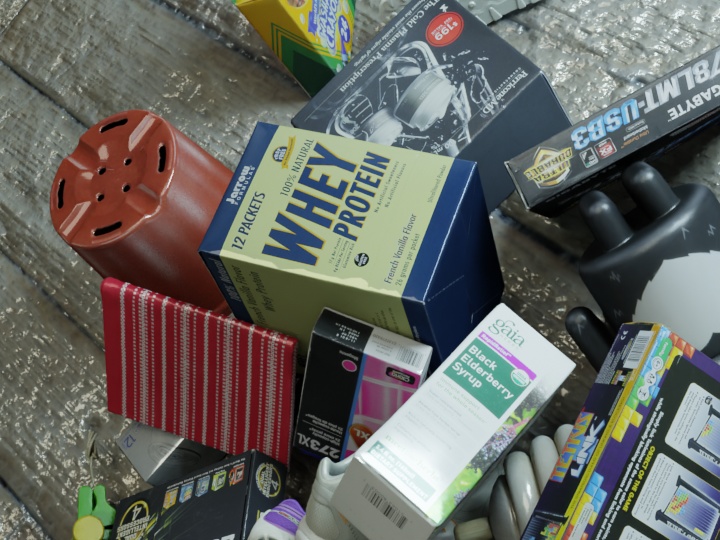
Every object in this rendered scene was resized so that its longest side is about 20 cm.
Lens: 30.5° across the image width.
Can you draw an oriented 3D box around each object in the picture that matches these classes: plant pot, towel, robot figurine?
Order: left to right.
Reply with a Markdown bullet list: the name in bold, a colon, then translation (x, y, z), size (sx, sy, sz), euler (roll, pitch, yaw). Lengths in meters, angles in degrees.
- **plant pot**: translation (-0.193, -0.046, 1.311), size (0.198, 0.195, 0.203), euler (-14, 57, 23)
- **towel**: translation (-0.146, 0.092, 1.180), size (0.198, 0.146, 0.023), euler (16, 33, 19)
- **robot figurine**: translation (0.249, 0.014, 1.028), size (0.150, 0.201, 0.125), euler (-27, 10, 47)

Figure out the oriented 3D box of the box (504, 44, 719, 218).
- **box**: translation (0.226, -0.112, 1.109), size (0.198, 0.198, 0.050), euler (-29, 85, 12)

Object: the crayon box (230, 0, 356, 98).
- **crayon box**: translation (-0.071, -0.289, 1.371), size (0.051, 0.200, 0.127), euler (-9, 60, 25)

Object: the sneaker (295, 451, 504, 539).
- **sneaker**: translation (0.044, 0.173, 1.063), size (0.076, 0.198, 0.093), euler (39, 129, 43)

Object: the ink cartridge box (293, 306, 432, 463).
- **ink cartridge box**: translation (-0.003, 0.119, 1.100), size (0.094, 0.201, 0.037), euler (20, 50, 8)

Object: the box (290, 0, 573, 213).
- **box**: translation (0.068, -0.141, 1.272), size (0.200, 0.104, 0.182), euler (-44, 53, 1)

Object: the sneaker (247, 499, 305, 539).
- **sneaker**: translation (0.005, 0.247, 1.082), size (0.198, 0.081, 0.084), euler (31, 38, 6)

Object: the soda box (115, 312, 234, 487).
- **soda box**: translation (-0.137, 0.121, 1.269), size (0.200, 0.068, 0.063), euler (-47, 52, -2)

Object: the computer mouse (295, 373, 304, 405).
- **computer mouse**: translation (-0.038, 0.065, 1.229), size (0.200, 0.034, 0.058), euler (-45, 42, -21)

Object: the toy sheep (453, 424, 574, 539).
- **toy sheep**: translation (0.169, 0.185, 1.020), size (0.197, 0.139, 0.139), euler (-14, 56, 1)

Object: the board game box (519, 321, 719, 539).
- **board game box**: translation (0.218, 0.164, 0.939), size (0.202, 0.164, 0.057), euler (-61, 19, -12)

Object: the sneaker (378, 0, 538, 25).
- **sneaker**: translation (0.113, -0.298, 1.363), size (0.197, 0.077, 0.081), euler (-14, 46, 17)

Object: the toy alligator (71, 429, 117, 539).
- **toy alligator**: translation (-0.250, 0.252, 1.273), size (0.053, 0.059, 0.203), euler (9, 63, -11)

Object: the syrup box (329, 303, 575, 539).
- **syrup box**: translation (0.072, 0.122, 1.000), size (0.079, 0.082, 0.200), euler (39, 53, 12)

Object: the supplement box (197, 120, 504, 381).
- **supplement box**: translation (0.000, 0.000, 1.124), size (0.197, 0.201, 0.136), euler (12, 62, 21)

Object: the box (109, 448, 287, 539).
- **box**: translation (-0.154, 0.262, 1.171), size (0.199, 0.049, 0.163), euler (-24, 48, 37)

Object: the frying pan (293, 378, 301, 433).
- **frying pan**: translation (0.023, 0.107, 1.207), size (0.188, 0.031, 0.116), euler (-21, 54, 13)
